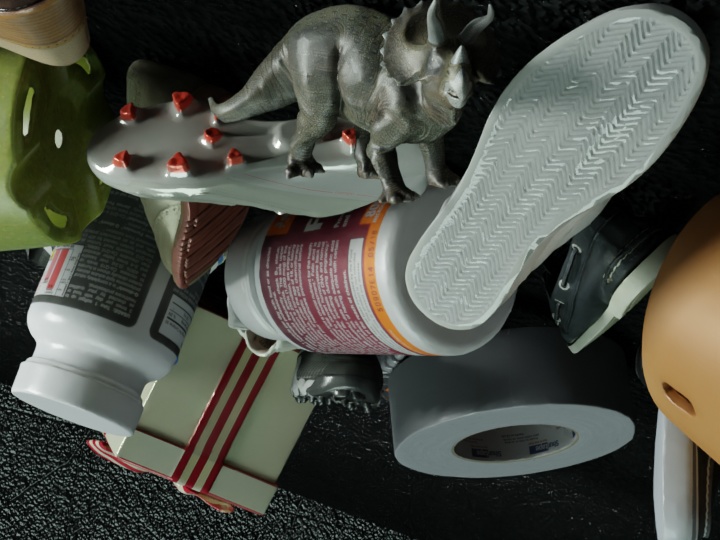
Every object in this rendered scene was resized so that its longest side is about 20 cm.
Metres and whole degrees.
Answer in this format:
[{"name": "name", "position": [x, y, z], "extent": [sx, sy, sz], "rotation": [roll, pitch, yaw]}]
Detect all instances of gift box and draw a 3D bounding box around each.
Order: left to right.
[{"name": "gift box", "position": [-0.154, 0.130, 1.259], "extent": [0.185, 0.187, 0.200], "rotation": [27, 179, -18]}]

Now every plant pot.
[{"name": "plant pot", "position": [-0.261, -0.085, 0.778], "extent": [0.184, 0.200, 0.200], "rotation": [2, 160, 15]}, {"name": "plant pot", "position": [0.236, 0.037, 0.611], "extent": [0.200, 0.200, 0.140], "rotation": [33, 176, -40]}]

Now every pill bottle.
[{"name": "pill bottle", "position": [-0.180, 0.014, 0.942], "extent": [0.116, 0.200, 0.116], "rotation": [18, 163, 5]}, {"name": "pill bottle", "position": [0.000, 0.000, 0.851], "extent": [0.114, 0.114, 0.200], "rotation": [30, 160, -33]}]

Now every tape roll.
[{"name": "tape roll", "position": [0.124, 0.114, 1.038], "extent": [0.200, 0.066, 0.200], "rotation": [-4, 156, -2]}]

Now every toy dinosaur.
[{"name": "toy dinosaur", "position": [0.004, -0.092, 0.627], "extent": [0.077, 0.102, 0.200], "rotation": [-14, -157, -39]}]

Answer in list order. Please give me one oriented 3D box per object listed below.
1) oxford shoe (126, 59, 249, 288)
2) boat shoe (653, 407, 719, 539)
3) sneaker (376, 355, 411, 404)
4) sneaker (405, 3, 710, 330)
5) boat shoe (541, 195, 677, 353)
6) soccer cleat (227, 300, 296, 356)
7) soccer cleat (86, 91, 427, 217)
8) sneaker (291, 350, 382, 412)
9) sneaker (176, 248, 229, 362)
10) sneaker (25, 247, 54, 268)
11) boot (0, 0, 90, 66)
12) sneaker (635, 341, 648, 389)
[{"name": "oxford shoe", "position": [-0.119, -0.064, 0.835], "extent": [0.074, 0.071, 0.200], "rotation": [35, 146, 16]}, {"name": "boat shoe", "position": [0.203, 0.070, 0.728], "extent": [0.057, 0.200, 0.069], "rotation": [5, 142, 13]}, {"name": "sneaker", "position": [0.062, 0.065, 1.091], "extent": [0.112, 0.078, 0.200], "rotation": [4, 157, -13]}, {"name": "sneaker", "position": [0.104, -0.064, 0.616], "extent": [0.074, 0.116, 0.200], "rotation": [44, 129, 4]}, {"name": "boat shoe", "position": [0.145, 0.000, 0.783], "extent": [0.066, 0.075, 0.199], "rotation": [46, 176, 10]}, {"name": "soccer cleat", "position": [-0.070, 0.045, 1.108], "extent": [0.069, 0.078, 0.200], "rotation": [11, 163, 22]}, {"name": "soccer cleat", "position": [-0.055, -0.059, 0.719], "extent": [0.200, 0.069, 0.078], "rotation": [-3, 145, 3]}, {"name": "sneaker", "position": [-0.018, 0.060, 0.986], "extent": [0.066, 0.091, 0.200], "rotation": [8, 178, -5]}, {"name": "sneaker", "position": [-0.169, 0.035, 1.100], "extent": [0.200, 0.105, 0.076], "rotation": [-25, 176, 44]}, {"name": "sneaker", "position": [-0.270, -0.031, 1.132], "extent": [0.090, 0.066, 0.200], "rotation": [16, 166, 0]}, {"name": "boot", "position": [-0.239, -0.186, 0.641], "extent": [0.200, 0.072, 0.166], "rotation": [14, 151, 20]}, {"name": "sneaker", "position": [0.269, 0.056, 0.781], "extent": [0.200, 0.076, 0.088], "rotation": [2, 177, 23]}]
